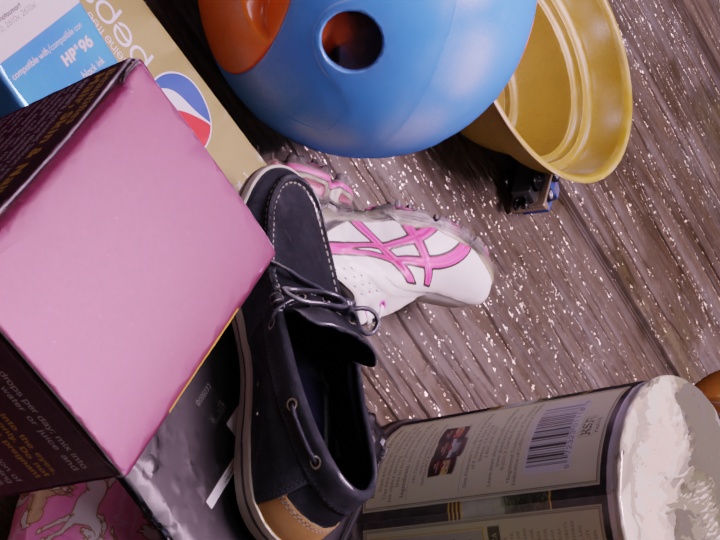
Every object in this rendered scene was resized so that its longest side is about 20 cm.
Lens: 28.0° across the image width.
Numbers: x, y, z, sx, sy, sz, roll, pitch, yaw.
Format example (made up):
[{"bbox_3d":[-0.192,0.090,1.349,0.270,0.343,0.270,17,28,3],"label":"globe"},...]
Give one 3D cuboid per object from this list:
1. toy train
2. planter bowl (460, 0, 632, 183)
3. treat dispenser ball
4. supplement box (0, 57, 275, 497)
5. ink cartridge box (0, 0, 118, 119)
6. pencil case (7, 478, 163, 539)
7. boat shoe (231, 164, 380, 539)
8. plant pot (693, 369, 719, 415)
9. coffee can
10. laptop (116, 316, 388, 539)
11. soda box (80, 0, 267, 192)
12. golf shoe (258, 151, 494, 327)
[{"bbox_3d":[0.148,-0.115,1.121,0.046,0.034,0.202,58,40,-39],"label":"toy train"},{"bbox_3d":[0.106,-0.150,1.037,0.199,0.083,0.203,21,61,-43],"label":"planter bowl"},{"bbox_3d":[0.005,-0.166,0.831,0.200,0.199,0.204,18,65,-45],"label":"treat dispenser ball"},{"bbox_3d":[-0.154,0.015,0.589,0.104,0.198,0.131,54,45,-23],"label":"supplement box"},{"bbox_3d":[-0.209,-0.141,0.637,0.201,0.115,0.068,59,41,-19],"label":"ink cartridge box"},{"bbox_3d":[-0.121,0.119,0.692,0.083,0.085,0.202,96,7,-59],"label":"pencil case"},{"bbox_3d":[-0.025,0.033,0.692,0.074,0.062,0.202,30,44,-42],"label":"boat shoe"},{"bbox_3d":[0.257,0.199,1.044,0.182,0.199,0.203,-28,100,-34],"label":"plant pot"},{"bbox_3d":[0.109,0.150,0.859,0.145,0.198,0.149,18,66,-45],"label":"coffee can"},{"bbox_3d":[-0.061,0.131,0.728,0.201,0.102,0.178,55,32,-17],"label":"laptop"},{"bbox_3d":[-0.134,-0.094,0.750,0.201,0.067,0.064,54,44,-24],"label":"soda box"},{"bbox_3d":[0.000,0.000,0.883,0.198,0.072,0.094,18,71,-35],"label":"golf shoe"}]
